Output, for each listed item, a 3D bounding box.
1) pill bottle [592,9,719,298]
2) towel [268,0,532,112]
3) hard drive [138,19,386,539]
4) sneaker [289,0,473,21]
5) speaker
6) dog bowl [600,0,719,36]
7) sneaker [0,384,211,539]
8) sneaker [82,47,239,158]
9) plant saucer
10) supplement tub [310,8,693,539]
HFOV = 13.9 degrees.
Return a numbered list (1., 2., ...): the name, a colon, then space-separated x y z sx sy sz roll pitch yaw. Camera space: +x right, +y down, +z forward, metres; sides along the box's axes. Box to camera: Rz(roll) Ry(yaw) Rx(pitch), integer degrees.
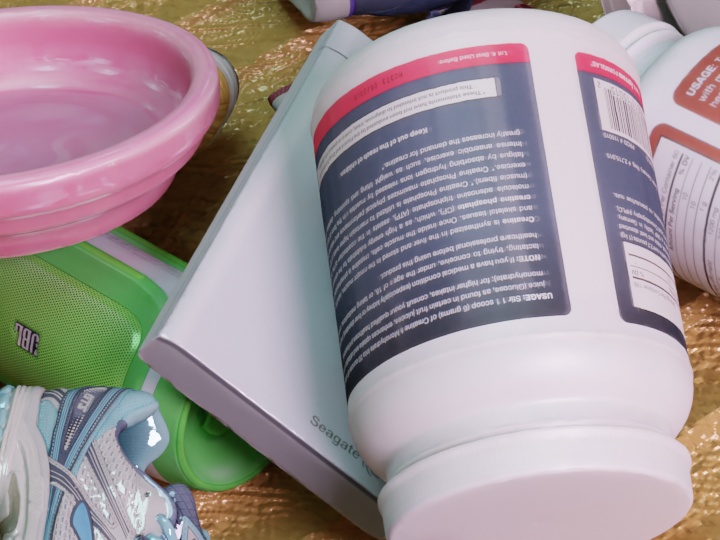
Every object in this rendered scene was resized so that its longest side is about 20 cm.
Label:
1. pill bottle: 0.179 -0.039 1.275 0.200 0.112 0.112 29 55 33
2. towel: 0.057 -0.061 1.421 0.144 0.023 0.200 -25 40 -13
3. hard drive: 0.000 0.000 1.268 0.027 0.132 0.200 -37 20 49
4. sneaker: 0.024 -0.189 1.535 0.146 0.081 0.200 -13 25 -9
5. speaker: -0.119 0.026 1.314 0.088 0.089 0.200 -38 45 -27
6. dog bowl: 0.210 -0.152 1.360 0.199 0.201 0.059 1 16 17
7. sneaker: -0.097 0.116 1.116 0.086 0.078 0.200 -10 49 -4
8. sneaker: -0.150 -0.061 1.455 0.199 0.076 0.088 -14 9 13
9. plant saucer: -0.161 -0.060 1.324 0.200 0.051 0.201 -4 27 2
10. supplement tub: 0.058 0.009 1.194 0.140 0.140 0.201 -9 67 5
